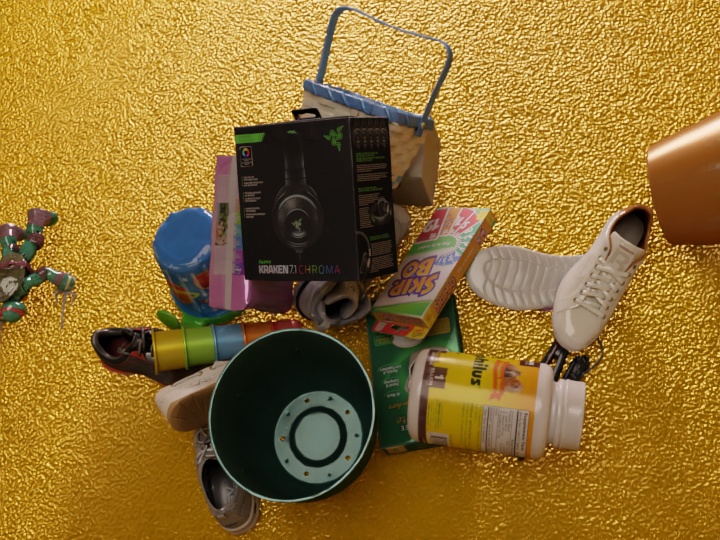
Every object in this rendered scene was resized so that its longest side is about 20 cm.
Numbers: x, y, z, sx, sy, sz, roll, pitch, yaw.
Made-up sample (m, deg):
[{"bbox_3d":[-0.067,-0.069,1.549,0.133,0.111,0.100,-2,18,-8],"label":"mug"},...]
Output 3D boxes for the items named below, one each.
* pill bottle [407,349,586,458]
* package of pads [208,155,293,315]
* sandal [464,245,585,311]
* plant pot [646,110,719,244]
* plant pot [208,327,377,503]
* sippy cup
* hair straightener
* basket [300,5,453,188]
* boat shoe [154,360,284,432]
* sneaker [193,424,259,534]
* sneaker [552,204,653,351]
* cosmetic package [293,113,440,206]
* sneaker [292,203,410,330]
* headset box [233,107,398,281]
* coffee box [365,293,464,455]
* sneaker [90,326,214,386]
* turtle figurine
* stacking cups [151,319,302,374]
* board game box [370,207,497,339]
[{"bbox_3d":[0.158,0.157,1.182,0.197,0.109,0.111,6,70,11],"label":"pill bottle"},{"bbox_3d":[-0.138,-0.045,1.325,0.075,0.120,0.203,0,86,24],"label":"package of pads"},{"bbox_3d":[0.231,0.017,1.300,0.199,0.050,0.084,4,73,1],"label":"sandal"},{"bbox_3d":[0.451,-0.112,1.226,0.181,0.200,0.203,-13,64,27],"label":"plant pot"},{"bbox_3d":[-0.068,0.190,1.241,0.197,0.161,0.204,-3,71,9],"label":"plant pot"},{"bbox_3d":[-0.216,-0.015,1.381,0.138,0.131,0.180,-16,60,6],"label":"sippy cup"},{"bbox_3d":[0.244,0.149,1.252,0.076,0.041,0.201,28,74,23],"label":"hair straightener"},{"bbox_3d":[0.010,-0.218,1.295,0.175,0.139,0.202,27,108,24],"label":"basket"},{"bbox_3d":[-0.170,0.143,1.306,0.198,0.072,0.069,-13,31,-36],"label":"boat shoe"},{"bbox_3d":[-0.177,0.232,1.302,0.074,0.082,0.202,-23,64,4],"label":"sneaker"},{"bbox_3d":[0.295,0.002,1.237,0.072,0.085,0.202,28,75,3],"label":"sneaker"},{"bbox_3d":[0.004,-0.154,1.409,0.197,0.087,0.105,2,67,16],"label":"cosmetic package"},{"bbox_3d":[0.000,0.000,1.327,0.200,0.075,0.115,-44,22,-1],"label":"sneaker"},{"bbox_3d":[-0.054,-0.092,1.221,0.172,0.092,0.203,1,97,32],"label":"headset box"},{"bbox_3d":[0.075,0.127,1.298,0.121,0.044,0.203,-12,65,10],"label":"coffee box"},{"bbox_3d":[-0.278,0.113,1.377,0.197,0.082,0.078,1,68,14],"label":"sneaker"},{"bbox_3d":[-0.490,0.014,1.473,0.148,0.101,0.202,-12,60,10],"label":"turtle figurine"},{"bbox_3d":[-0.173,0.098,1.336,0.197,0.061,0.061,-5,65,-11],"label":"stacking cups"},{"bbox_3d":[0.090,0.000,1.298,0.095,0.030,0.201,5,56,47],"label":"board game box"}]
